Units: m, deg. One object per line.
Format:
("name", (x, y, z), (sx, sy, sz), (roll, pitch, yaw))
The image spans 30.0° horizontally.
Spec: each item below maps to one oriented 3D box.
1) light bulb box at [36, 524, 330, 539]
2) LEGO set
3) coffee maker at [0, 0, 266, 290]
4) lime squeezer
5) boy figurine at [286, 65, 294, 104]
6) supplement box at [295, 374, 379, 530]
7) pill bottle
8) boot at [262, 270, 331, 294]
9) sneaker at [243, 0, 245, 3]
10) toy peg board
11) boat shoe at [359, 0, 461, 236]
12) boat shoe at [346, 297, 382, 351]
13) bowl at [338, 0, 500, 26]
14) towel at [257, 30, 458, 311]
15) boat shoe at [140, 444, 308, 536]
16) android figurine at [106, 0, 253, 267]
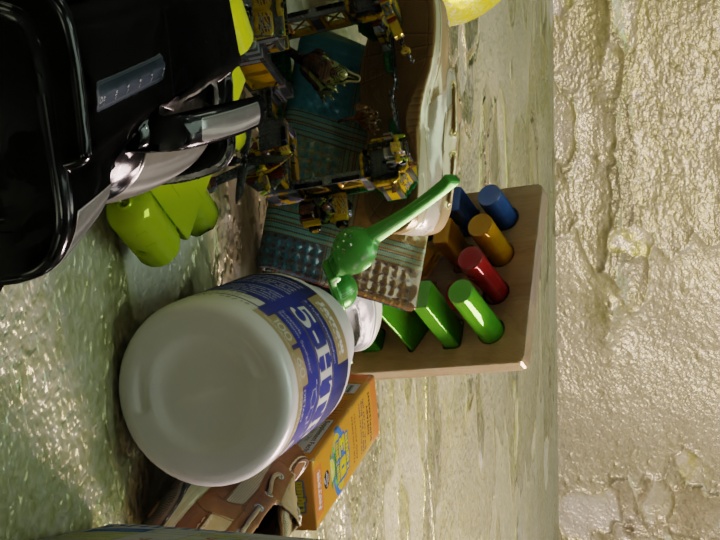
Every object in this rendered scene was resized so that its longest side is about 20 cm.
("light bulb box", (-0.094, 0.208, 0.703), (0.200, 0.196, 0.126), (20, 72, -73))
("LEGO set", (-0.035, -0.140, 0.981), (0.116, 0.152, 0.202), (45, 45, -70))
("coffee maker", (-0.151, -0.109, 0.634), (0.193, 0.134, 0.200), (65, 20, -9))
("lime squeezer", (0.000, 0.000, 1.021), (0.070, 0.038, 0.201), (-13, 142, -43))
("boy figurine", (-0.025, -0.135, 1.183), (0.200, 0.064, 0.125), (64, 34, -66))
("supplement box", (-0.040, 0.152, 1.159), (0.200, 0.068, 0.067), (-45, 133, -66))
("pill bottle", (-0.072, 0.065, 0.921), (0.200, 0.119, 0.121), (-26, 118, -73))
("boot", (-0.047, 0.026, 1.108), (0.075, 0.073, 0.202), (8, 98, -87))
("sneaker", (-0.081, -0.248, 0.924), (0.075, 0.079, 0.202), (32, 63, -74))
("toy peg board", (0.067, -0.007, 1.322), (0.098, 0.198, 0.201), (48, 44, -48))
("boat shoe", (0.045, -0.124, 1.060), (0.069, 0.073, 0.202), (13, 80, -50))
("boat shoe", (-0.034, 0.001, 1.175), (0.072, 0.069, 0.202), (-56, 142, -45))
("bowl", (0.038, -0.271, 1.213), (0.108, 0.199, 0.200), (-64, 165, 3))
("towel", (-0.001, -0.081, 1.076), (0.022, 0.146, 0.202), (-14, -118, 62))
("boat shoe", (-0.081, 0.170, 0.947), (0.076, 0.074, 0.200), (-55, 167, 17))
("android figurine", (-0.115, -0.099, 0.838), (0.200, 0.041, 0.183), (72, 34, -67))
